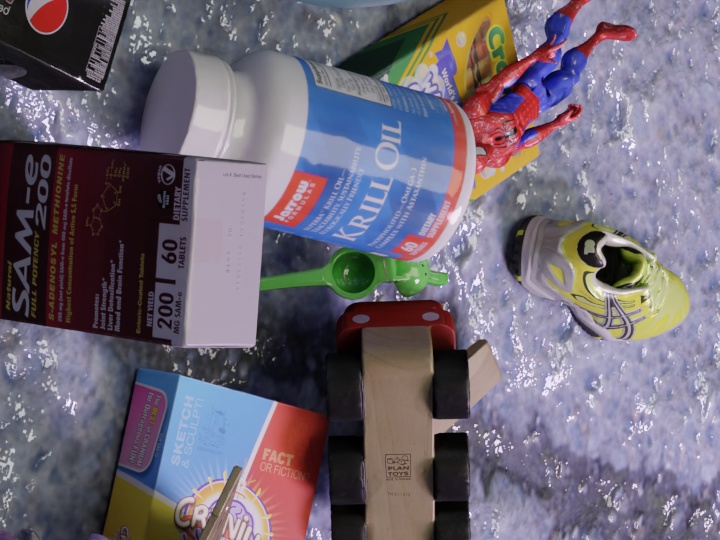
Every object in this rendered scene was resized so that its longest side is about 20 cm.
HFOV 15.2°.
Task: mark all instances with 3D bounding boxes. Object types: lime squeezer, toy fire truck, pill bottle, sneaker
[{"bbox_3d":[0.000,0.000,1.819,0.200,0.071,0.038,-4,98,-39],"label":"lime squeezer"},{"bbox_3d":[0.040,0.088,1.866,0.200,0.128,0.177,-93,-179,-62],"label":"toy fire truck"},{"bbox_3d":[-0.036,-0.078,1.735,0.199,0.112,0.113,12,85,-27],"label":"pill bottle"},{"bbox_3d":[0.198,0.012,2.055,0.200,0.076,0.076,19,79,-49],"label":"sneaker"}]

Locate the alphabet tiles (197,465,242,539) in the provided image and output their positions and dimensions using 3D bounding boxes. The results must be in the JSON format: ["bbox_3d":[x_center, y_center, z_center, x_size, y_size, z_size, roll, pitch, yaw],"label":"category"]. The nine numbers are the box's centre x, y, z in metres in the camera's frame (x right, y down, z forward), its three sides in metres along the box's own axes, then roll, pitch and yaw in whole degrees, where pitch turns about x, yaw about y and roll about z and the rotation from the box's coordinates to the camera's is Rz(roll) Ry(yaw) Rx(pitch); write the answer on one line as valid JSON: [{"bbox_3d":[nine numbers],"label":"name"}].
[{"bbox_3d":[-0.123,0.227,1.632,0.200,0.008,0.167,-63,178,-22],"label":"alphabet tiles"}]

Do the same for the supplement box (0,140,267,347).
[{"bbox_3d":[-0.146,-0.018,1.577,0.061,0.200,0.109,1,93,-46],"label":"supplement box"}]

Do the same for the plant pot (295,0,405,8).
[{"bbox_3d":[-0.034,-0.250,1.702,0.134,0.200,0.201,-20,111,-17],"label":"plant pot"}]

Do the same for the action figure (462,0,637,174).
[{"bbox_3d":[0.126,-0.130,1.907,0.200,0.052,0.066,-46,130,-31],"label":"action figure"}]

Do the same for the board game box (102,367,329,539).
[{"bbox_3d":[-0.102,0.177,1.769,0.153,0.040,0.201,18,81,-48],"label":"board game box"}]

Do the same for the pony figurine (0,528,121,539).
[{"bbox_3d":[-0.211,0.214,1.569,0.166,0.200,0.194,32,55,-38],"label":"pony figurine"}]

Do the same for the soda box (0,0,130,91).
[{"bbox_3d":[-0.230,-0.166,1.564,0.200,0.071,0.064,26,74,-47],"label":"soda box"}]

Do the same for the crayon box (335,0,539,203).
[{"bbox_3d":[0.056,-0.112,1.902,0.200,0.051,0.126,-36,120,-40],"label":"crayon box"}]
